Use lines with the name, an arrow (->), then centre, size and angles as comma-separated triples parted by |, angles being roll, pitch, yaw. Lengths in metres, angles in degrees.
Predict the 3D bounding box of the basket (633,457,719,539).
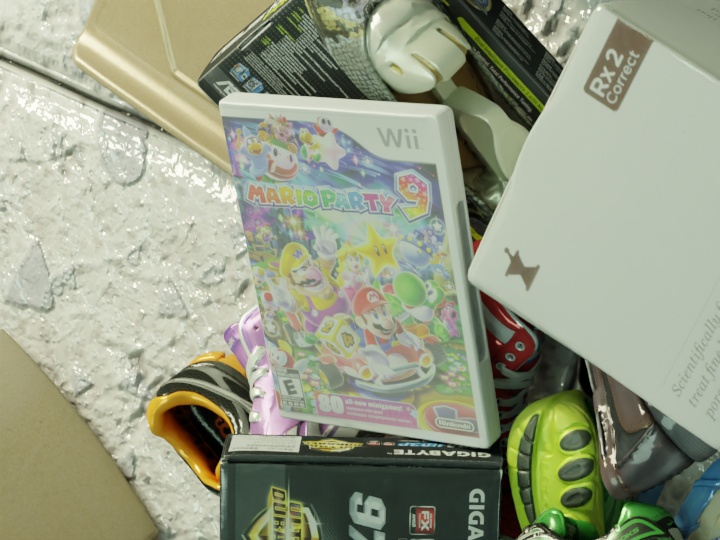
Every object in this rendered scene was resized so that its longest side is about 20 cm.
basket -> 0.216, 0.146, 1.253 | 0.200, 0.139, 0.177 | -124, 39, -50

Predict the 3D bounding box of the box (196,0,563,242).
box -> 0.031, -0.090, 1.325 | 0.200, 0.044, 0.160 | 45, 120, -11

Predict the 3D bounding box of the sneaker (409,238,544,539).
sneaker -> 0.085, 0.071, 1.337 | 0.112, 0.071, 0.200 | -21, 112, 28

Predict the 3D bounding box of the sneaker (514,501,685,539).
sneaker -> 0.096, 0.176, 1.234 | 0.200, 0.078, 0.085 | -20, 67, 34

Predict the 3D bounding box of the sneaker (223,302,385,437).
sneaker -> -0.050, 0.092, 1.400 | 0.114, 0.073, 0.201 | 29, 71, 17

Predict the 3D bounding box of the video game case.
video game case -> 0.000, 0.000, 1.283 | 0.143, 0.018, 0.200 | 6, 119, 32

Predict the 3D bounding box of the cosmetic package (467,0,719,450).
cosmetic package -> 0.193, -0.036, 1.189 | 0.165, 0.200, 0.165 | 35, 117, 22

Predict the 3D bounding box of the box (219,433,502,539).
box -> -0.001, 0.194, 1.319 | 0.159, 0.046, 0.200 | 2, 105, 1

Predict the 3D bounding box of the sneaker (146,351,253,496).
sneaker -> -0.053, 0.130, 1.453 | 0.200, 0.077, 0.078 | 34, 114, 21

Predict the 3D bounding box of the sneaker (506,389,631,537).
sneaker -> 0.126, 0.163, 1.317 | 0.074, 0.084, 0.200 | 11, 109, 29

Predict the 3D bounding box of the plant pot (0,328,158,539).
plant pot -> -0.257, 0.193, 1.534 | 0.177, 0.200, 0.200 | 36, 117, 9

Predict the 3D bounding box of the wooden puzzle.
wooden puzzle -> -0.075, -0.174, 1.432 | 0.185, 0.037, 0.200 | 35, 112, 22

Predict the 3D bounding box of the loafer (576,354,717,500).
loafer -> 0.138, 0.054, 1.252 | 0.063, 0.200, 0.072 | -42, 113, 13

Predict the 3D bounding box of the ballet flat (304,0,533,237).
ballet flat -> 0.048, -0.097, 1.247 | 0.072, 0.072, 0.200 | -27, 111, 33
